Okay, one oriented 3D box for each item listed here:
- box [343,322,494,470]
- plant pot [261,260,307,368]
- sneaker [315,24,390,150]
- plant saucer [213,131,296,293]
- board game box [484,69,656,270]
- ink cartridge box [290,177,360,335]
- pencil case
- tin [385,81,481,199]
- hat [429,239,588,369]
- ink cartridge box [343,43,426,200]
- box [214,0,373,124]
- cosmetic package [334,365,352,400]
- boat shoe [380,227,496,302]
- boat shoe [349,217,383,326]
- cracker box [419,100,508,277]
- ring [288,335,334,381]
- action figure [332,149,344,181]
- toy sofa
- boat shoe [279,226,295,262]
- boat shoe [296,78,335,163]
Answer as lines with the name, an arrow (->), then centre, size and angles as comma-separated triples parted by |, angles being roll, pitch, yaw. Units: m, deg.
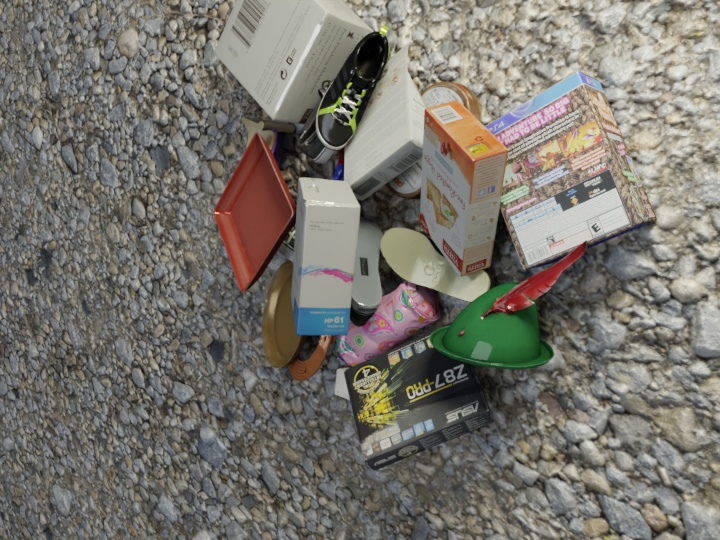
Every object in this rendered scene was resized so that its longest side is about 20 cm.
box -> 0.083, 0.189, 0.925 | 0.197, 0.049, 0.163 | -24, 49, 8
plant pot -> -0.136, 0.083, 1.147 | 0.199, 0.027, 0.204 | -26, 59, 54
sneaker -> -0.014, -0.286, 0.946 | 0.071, 0.083, 0.203 | 24, 95, -7
plant saucer -> -0.180, -0.099, 1.062 | 0.200, 0.036, 0.202 | -51, 52, 34
board game box -> 0.266, -0.126, 0.803 | 0.158, 0.096, 0.204 | -25, 81, 37
ink cartridge box -> -0.057, -0.024, 0.919 | 0.145, 0.083, 0.204 | -113, 26, -66
pencil case -> 0.039, 0.088, 1.017 | 0.199, 0.087, 0.089 | -35, 75, 35
tin -> 0.104, -0.203, 0.959 | 0.113, 0.041, 0.201 | 54, 124, 24
hat -> 0.196, 0.023, 0.831 | 0.196, 0.165, 0.180 | 7, 105, 19
ink cartridge box -> 0.039, -0.235, 0.974 | 0.159, 0.047, 0.203 | -31, 47, 43
box -> -0.119, -0.393, 1.047 | 0.201, 0.130, 0.200 | 48, 122, 22
cosmetic package -> 0.058, 0.206, 1.020 | 0.197, 0.082, 0.052 | 13, 105, 35
boat shoe -> 0.119, -0.006, 0.951 | 0.199, 0.063, 0.075 | 27, 97, 28
boat shoe -> 0.003, 0.001, 1.007 | 0.069, 0.072, 0.202 | 112, 158, -47
cracker box -> 0.137, -0.111, 0.850 | 0.202, 0.057, 0.135 | 86, 160, -44
ring -> -0.087, 0.100, 1.108 | 0.200, 0.019, 0.204 | -37, 46, 51
action figure -> -0.037, -0.125, 1.069 | 0.065, 0.051, 0.205 | 12, 106, 51
toy sofa -> -0.181, -0.180, 1.154 | 0.097, 0.082, 0.204 | 26, 111, 35
boat shoe -> -0.101, -0.051, 1.095 | 0.199, 0.073, 0.069 | 38, 103, 55
boat shoe -> -0.045, -0.281, 1.017 | 0.202, 0.066, 0.070 | -59, 34, 13
